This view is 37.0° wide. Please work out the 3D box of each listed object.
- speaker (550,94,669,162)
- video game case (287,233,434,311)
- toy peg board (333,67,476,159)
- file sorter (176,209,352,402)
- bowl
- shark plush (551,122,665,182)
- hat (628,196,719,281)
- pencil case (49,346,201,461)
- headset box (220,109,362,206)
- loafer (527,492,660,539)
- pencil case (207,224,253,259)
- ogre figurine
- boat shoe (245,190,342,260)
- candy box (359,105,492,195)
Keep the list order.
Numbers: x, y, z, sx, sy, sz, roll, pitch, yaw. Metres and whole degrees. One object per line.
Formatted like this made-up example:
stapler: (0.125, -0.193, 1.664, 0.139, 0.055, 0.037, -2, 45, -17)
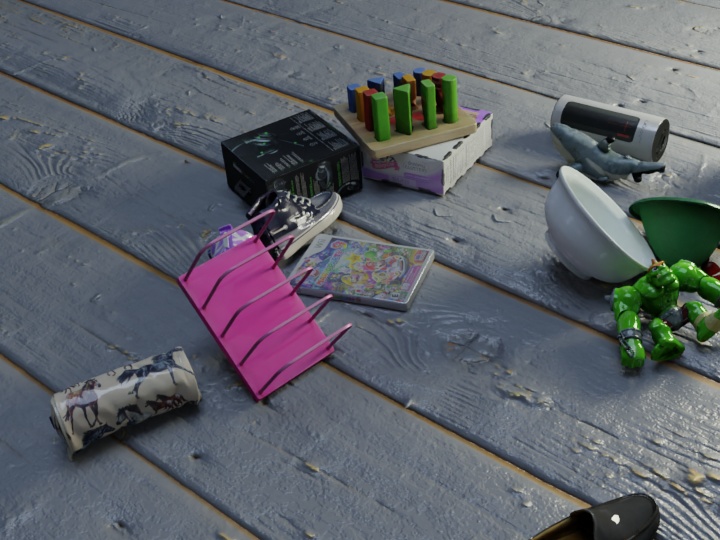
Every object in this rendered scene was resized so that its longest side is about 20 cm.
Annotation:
speaker: (0.442, -0.251, 1.901, 0.198, 0.082, 0.081, 21, 43, 31)
video game case: (0.000, 0.000, 1.657, 0.197, 0.018, 0.144, 8, 38, 19)
toy peg board: (0.073, -0.301, 1.878, 0.198, 0.099, 0.200, -16, 36, -15)
file sorter: (-0.124, 0.041, 1.438, 0.138, 0.125, 0.201, -31, 81, -31)
bowl: (0.336, -0.051, 1.587, 0.090, 0.200, 0.202, -44, 28, 22)
shark plush: (0.410, -0.189, 1.812, 0.090, 0.084, 0.199, -32, 43, -33)
hat: (0.469, -0.002, 1.585, 0.163, 0.178, 0.200, 12, -9, -2)
pencil case: (-0.302, 0.169, 1.400, 0.198, 0.090, 0.078, -20, 44, -24)
headset box: (-0.125, -0.179, 1.860, 0.198, 0.094, 0.174, -24, 40, -24)
loafer: (0.251, 0.290, 1.166, 0.199, 0.073, 0.073, -26, 39, -28)
pencil case: (-0.178, 0.014, 1.602, 0.083, 0.086, 0.201, -17, 37, -4)
ogre figurine: (0.420, 0.053, 1.467, 0.199, 0.098, 0.120, -33, 54, 2)
boat shoe: (-0.104, -0.100, 1.734, 0.074, 0.094, 0.200, -2, 31, 37)
candy box: (0.119, -0.225, 1.912, 0.166, 0.072, 0.200, 16, 40, 27)
